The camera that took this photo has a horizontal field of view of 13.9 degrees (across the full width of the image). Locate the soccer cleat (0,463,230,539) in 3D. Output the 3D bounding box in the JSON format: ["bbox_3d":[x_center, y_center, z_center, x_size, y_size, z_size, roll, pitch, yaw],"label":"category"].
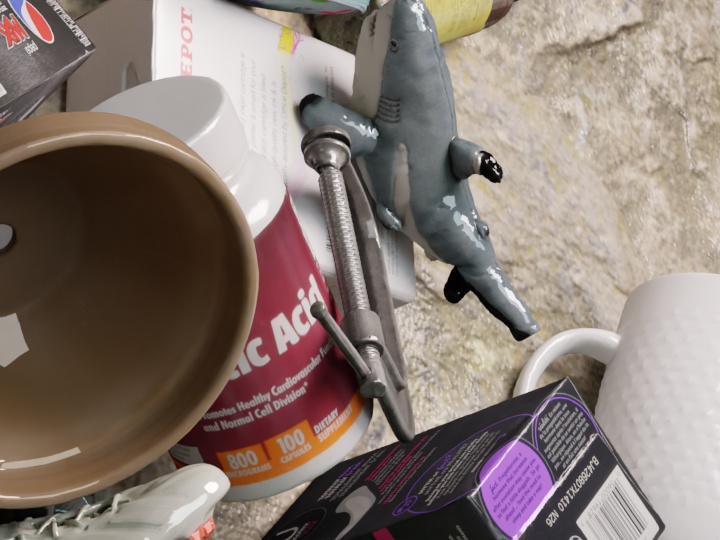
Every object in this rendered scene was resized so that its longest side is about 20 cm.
[{"bbox_3d":[-0.155,0.144,1.425,0.078,0.200,0.069,55,5,3],"label":"soccer cleat"}]

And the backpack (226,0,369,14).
[{"bbox_3d":[-0.046,-0.224,1.674,0.177,0.199,0.152,8,87,-44],"label":"backpack"}]

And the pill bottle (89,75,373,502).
[{"bbox_3d":[-0.076,0.009,1.515,0.114,0.114,0.201,-54,131,-43],"label":"pill bottle"}]

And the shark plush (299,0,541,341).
[{"bbox_3d":[0.042,-0.051,1.648,0.091,0.083,0.201,-15,84,-50],"label":"shark plush"}]

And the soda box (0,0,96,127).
[{"bbox_3d":[-0.197,-0.097,1.472,0.063,0.071,0.200,47,15,-3],"label":"soda box"}]

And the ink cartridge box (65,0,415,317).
[{"bbox_3d":[-0.067,-0.062,1.665,0.199,0.085,0.148,19,61,-38],"label":"ink cartridge box"}]

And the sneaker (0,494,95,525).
[{"bbox_3d":[-0.159,0.145,1.507,0.079,0.075,0.201,-12,90,-58],"label":"sneaker"}]

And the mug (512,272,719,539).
[{"bbox_3d":[0.189,0.105,1.828,0.199,0.148,0.176,20,62,-3],"label":"mug"}]

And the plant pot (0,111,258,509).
[{"bbox_3d":[-0.156,0.004,1.391,0.200,0.201,0.093,20,19,-39],"label":"plant pot"}]

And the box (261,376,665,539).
[{"bbox_3d":[0.045,0.155,1.599,0.106,0.200,0.122,56,44,-11],"label":"box"}]

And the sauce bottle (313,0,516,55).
[{"bbox_3d":[0.055,-0.175,1.851,0.200,0.065,0.065,-19,87,-47],"label":"sauce bottle"}]

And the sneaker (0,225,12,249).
[{"bbox_3d":[-0.164,0.009,1.544,0.200,0.073,0.085,53,48,-13],"label":"sneaker"}]

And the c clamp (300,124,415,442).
[{"bbox_3d":[0.000,0.000,1.550,0.171,0.027,0.201,63,12,-45],"label":"c clamp"}]
